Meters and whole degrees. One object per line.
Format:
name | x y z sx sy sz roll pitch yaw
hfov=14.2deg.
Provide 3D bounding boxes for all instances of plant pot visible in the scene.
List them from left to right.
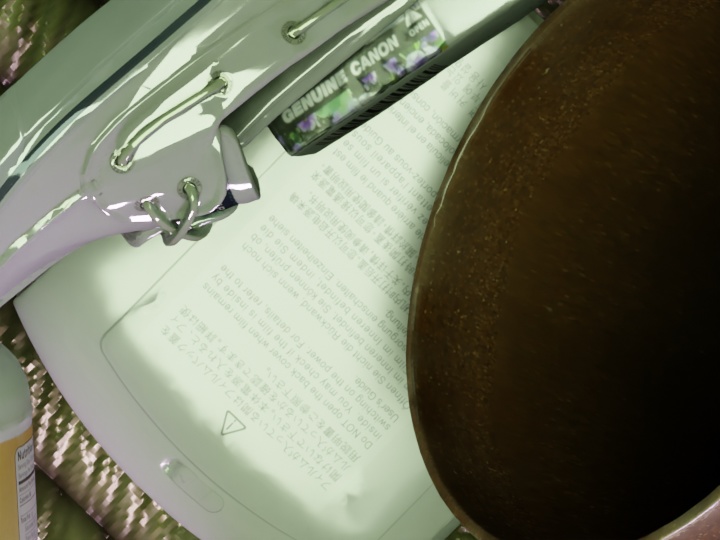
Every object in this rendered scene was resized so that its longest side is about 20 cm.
plant pot | 0.149 0.023 0.858 0.200 0.187 0.187 22 96 -33

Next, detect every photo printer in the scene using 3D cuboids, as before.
photo printer | 0.000 0.000 0.943 0.166 0.069 0.200 44 92 -8

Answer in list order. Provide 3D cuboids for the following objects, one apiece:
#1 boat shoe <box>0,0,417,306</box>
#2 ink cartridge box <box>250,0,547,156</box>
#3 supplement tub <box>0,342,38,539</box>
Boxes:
boat shoe | -0.056 -0.040 0.817 0.067 0.074 0.200 44 94 5
ink cartridge box | -0.029 -0.146 0.874 0.109 0.050 0.200 -34 88 9
supplement tub | -0.172 0.093 0.906 0.144 0.145 0.200 -3 97 -4
